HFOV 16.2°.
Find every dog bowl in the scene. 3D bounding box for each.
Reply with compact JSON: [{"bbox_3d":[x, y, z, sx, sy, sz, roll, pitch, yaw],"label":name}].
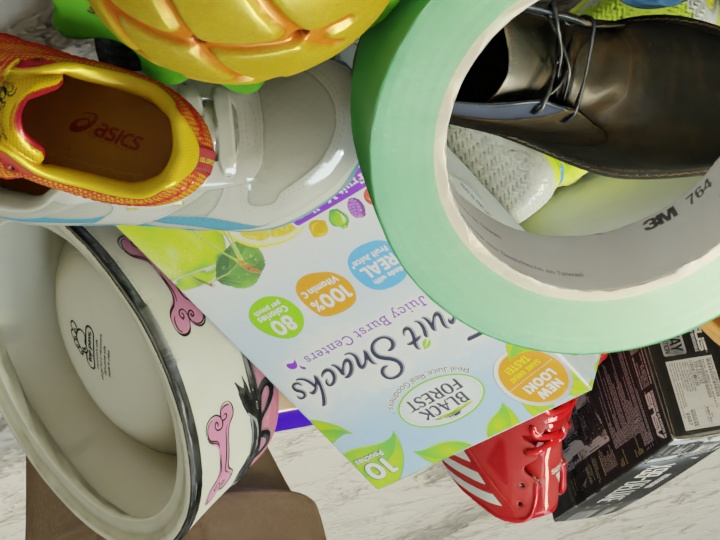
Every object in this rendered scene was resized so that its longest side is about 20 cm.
[{"bbox_3d":[-0.120,0.039,1.294,0.074,0.201,0.200,-28,171,-31],"label":"dog bowl"}]

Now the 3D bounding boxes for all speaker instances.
[{"bbox_3d":[0.112,-0.010,1.235,0.199,0.082,0.081,-16,166,36],"label":"speaker"}]

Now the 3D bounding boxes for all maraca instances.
[{"bbox_3d":[-0.057,-0.121,0.972,0.137,0.108,0.200,29,151,-17],"label":"maraca"}]

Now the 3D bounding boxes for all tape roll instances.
[{"bbox_3d":[0.097,-0.064,1.013,0.199,0.048,0.202,-5,121,-8],"label":"tape roll"}]

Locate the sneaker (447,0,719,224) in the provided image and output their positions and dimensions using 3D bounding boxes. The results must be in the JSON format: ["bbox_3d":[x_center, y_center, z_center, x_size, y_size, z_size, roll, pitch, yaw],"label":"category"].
[{"bbox_3d":[0.096,-0.078,1.221,0.199,0.076,0.105,-31,179,24],"label":"sneaker"}]

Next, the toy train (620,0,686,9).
[{"bbox_3d":[0.163,-0.179,1.039,0.199,0.087,0.114,-16,154,10],"label":"toy train"}]

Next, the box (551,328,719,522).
[{"bbox_3d":[0.133,0.024,1.425,0.049,0.201,0.158,-8,161,-24],"label":"box"}]

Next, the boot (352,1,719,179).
[{"bbox_3d":[0.091,-0.075,1.065,0.199,0.075,0.097,9,-171,15],"label":"boot"}]

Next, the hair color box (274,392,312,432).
[{"bbox_3d":[-0.031,0.031,1.453,0.199,0.110,0.065,-10,168,-19],"label":"hair color box"}]

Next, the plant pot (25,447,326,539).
[{"bbox_3d":[-0.132,0.124,1.551,0.199,0.176,0.200,-14,163,-4],"label":"plant pot"}]

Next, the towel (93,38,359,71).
[{"bbox_3d":[-0.022,-0.131,1.120,0.199,0.035,0.193,-12,159,-5],"label":"towel"}]

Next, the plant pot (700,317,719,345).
[{"bbox_3d":[0.244,-0.054,1.318,0.199,0.201,0.140,-18,-170,7],"label":"plant pot"}]

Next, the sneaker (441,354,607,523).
[{"bbox_3d":[0.108,0.066,1.362,0.078,0.116,0.200,-30,-174,-38],"label":"sneaker"}]

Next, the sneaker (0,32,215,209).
[{"bbox_3d":[-0.156,-0.072,1.029,0.198,0.074,0.077,8,176,4],"label":"sneaker"}]

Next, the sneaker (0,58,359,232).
[{"bbox_3d":[-0.091,-0.052,1.097,0.199,0.077,0.081,-8,176,23],"label":"sneaker"}]

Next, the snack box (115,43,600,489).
[{"bbox_3d":[0.000,0.000,1.193,0.142,0.053,0.200,-27,117,36],"label":"snack box"}]
